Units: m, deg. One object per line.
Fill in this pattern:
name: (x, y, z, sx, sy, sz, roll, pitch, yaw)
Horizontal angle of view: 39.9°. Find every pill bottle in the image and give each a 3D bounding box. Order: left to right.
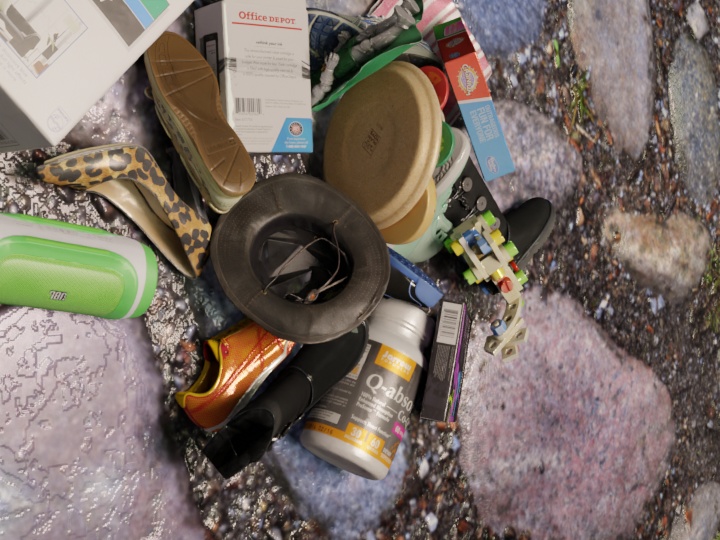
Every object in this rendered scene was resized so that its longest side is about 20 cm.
pill bottle: (0.014, 0.140, 1.205, 0.116, 0.115, 0.202, 36, 69, -34)

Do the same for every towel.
towel: (0.095, -0.295, 1.316, 0.147, 0.030, 0.201, -51, 121, -26)

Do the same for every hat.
hat: (-0.067, -0.004, 1.101, 0.197, 0.081, 0.204, 2, 69, -5)

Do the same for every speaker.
speaker: (-0.300, -0.003, 0.959, 0.198, 0.088, 0.090, 11, 84, -39)

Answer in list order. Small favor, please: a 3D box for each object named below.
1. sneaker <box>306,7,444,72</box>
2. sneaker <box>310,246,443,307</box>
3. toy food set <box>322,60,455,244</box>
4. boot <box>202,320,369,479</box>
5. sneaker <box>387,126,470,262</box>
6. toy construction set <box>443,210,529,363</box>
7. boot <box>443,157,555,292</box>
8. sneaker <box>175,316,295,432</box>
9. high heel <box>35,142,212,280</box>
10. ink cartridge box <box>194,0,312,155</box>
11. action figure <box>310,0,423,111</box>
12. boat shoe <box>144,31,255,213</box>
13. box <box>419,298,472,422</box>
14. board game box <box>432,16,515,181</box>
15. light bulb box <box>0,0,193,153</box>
sneaker: (0.006, -0.274, 1.214, 0.197, 0.078, 0.086, 18, 39, -17)
sneaker: (0.000, 0.000, 1.179, 0.198, 0.070, 0.079, 32, 99, 0)
toy food set: (0.030, -0.142, 1.132, 0.048, 0.199, 0.201, 10, 104, -40)
boot: (-0.074, 0.124, 1.065, 0.166, 0.065, 0.200, -56, 169, 19)
sneaker: (0.089, -0.090, 1.237, 0.117, 0.074, 0.201, 6, 131, -47)
toy construction set: (0.172, 0.011, 1.266, 0.091, 0.132, 0.202, -22, 120, -2)
boot: (0.173, -0.097, 1.361, 0.200, 0.065, 0.166, 48, 61, -25)
sneaker: (-0.128, 0.085, 1.115, 0.077, 0.073, 0.201, 47, 61, -21)
high heel: (-0.234, -0.054, 1.018, 0.198, 0.071, 0.145, -9, 91, -48)
ink cartridge box: (-0.120, -0.232, 1.113, 0.115, 0.067, 0.204, -5, 95, -39)
action figure: (-0.013, -0.238, 1.130, 0.055, 0.199, 0.119, 42, 36, -19)
boat shoe: (-0.180, -0.156, 1.045, 0.073, 0.063, 0.202, -16, 75, -37)
box: (0.112, 0.120, 1.263, 0.200, 0.035, 0.146, 43, 56, -79)
board game box: (0.139, -0.217, 1.235, 0.040, 0.201, 0.155, -19, 114, 9)
light bulb box: (-0.288, -0.220, 0.890, 0.201, 0.197, 0.125, -53, 123, -24)
